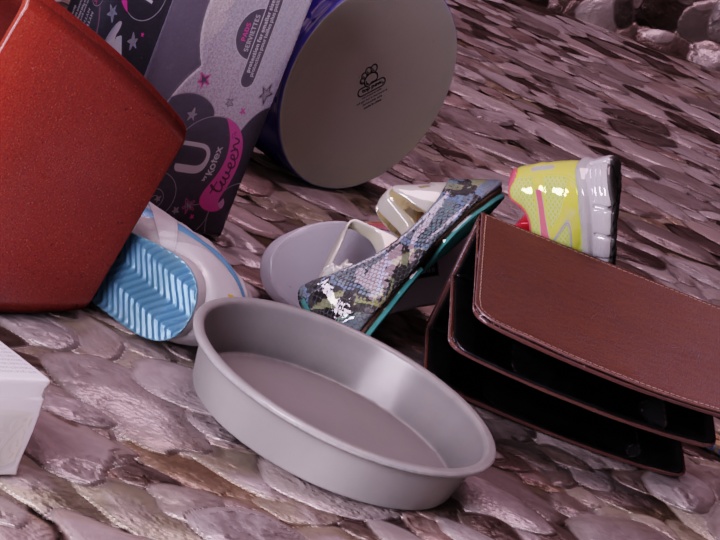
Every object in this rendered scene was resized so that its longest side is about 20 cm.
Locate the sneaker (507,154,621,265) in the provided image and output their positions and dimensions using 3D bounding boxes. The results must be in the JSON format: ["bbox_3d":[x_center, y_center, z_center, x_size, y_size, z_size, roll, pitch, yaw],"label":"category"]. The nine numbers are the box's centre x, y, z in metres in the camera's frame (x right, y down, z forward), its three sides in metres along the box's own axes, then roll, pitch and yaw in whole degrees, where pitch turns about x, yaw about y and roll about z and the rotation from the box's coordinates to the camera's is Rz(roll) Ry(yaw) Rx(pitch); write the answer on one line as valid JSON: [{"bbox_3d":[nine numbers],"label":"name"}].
[{"bbox_3d":[0.139,-0.003,1.762,0.089,0.201,0.078,5,37,7],"label":"sneaker"}]

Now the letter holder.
[{"bbox_3d":[0.151,0.068,1.666,0.199,0.101,0.142,21,29,-8],"label":"letter holder"}]

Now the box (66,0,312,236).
[{"bbox_3d":[-0.140,-0.141,1.777,0.132,0.201,0.115,8,22,-45],"label":"box"}]

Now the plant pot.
[{"bbox_3d":[-0.228,-0.084,1.490,0.176,0.201,0.200,27,8,-43],"label":"plant pot"}]

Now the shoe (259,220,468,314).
[{"bbox_3d":[0.000,0.000,1.771,0.199,0.072,0.091,-4,1,-32],"label":"shoe"}]

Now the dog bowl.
[{"bbox_3d":[-0.015,-0.174,2.094,0.199,0.201,0.079,7,23,-47],"label":"dog bowl"}]

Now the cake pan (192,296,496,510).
[{"bbox_3d":[-0.015,0.081,1.468,0.199,0.037,0.200,23,17,-7],"label":"cake pan"}]

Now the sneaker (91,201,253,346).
[{"bbox_3d":[-0.149,-0.013,1.575,0.200,0.077,0.081,42,16,35],"label":"sneaker"}]

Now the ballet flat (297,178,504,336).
[{"bbox_3d":[0.026,-0.021,1.690,0.074,0.075,0.200,27,46,20],"label":"ballet flat"}]

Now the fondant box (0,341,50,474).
[{"bbox_3d":[-0.274,0.031,1.233,0.199,0.059,0.144,32,17,36],"label":"fondant box"}]

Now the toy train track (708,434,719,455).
[{"bbox_3d":[0.293,0.132,1.790,0.199,0.033,0.114,29,15,27],"label":"toy train track"}]
